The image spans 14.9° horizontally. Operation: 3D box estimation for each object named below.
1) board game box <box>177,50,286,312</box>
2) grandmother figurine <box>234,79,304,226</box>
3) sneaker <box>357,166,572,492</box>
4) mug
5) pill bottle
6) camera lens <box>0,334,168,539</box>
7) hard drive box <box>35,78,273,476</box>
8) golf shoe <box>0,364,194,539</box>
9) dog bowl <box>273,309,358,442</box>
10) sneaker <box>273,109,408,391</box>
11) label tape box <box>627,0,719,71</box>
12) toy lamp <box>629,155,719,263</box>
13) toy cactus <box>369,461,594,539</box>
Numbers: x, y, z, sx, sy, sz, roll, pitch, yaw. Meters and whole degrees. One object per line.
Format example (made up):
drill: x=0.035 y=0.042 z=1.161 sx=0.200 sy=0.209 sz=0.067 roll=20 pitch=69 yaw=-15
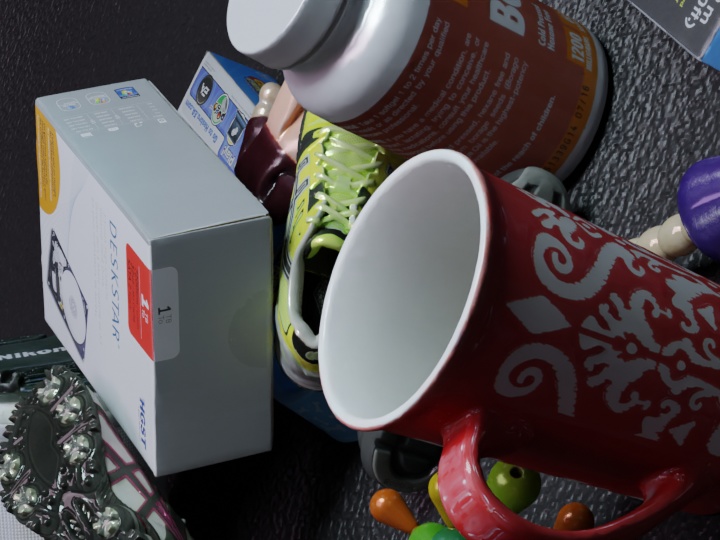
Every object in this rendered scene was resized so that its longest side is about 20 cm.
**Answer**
board game box: x=-0.092 y=-0.017 z=1.816 sx=0.196 sy=0.056 sz=0.200 roll=-62 pitch=29 yaw=14
grandmother figurine: x=-0.044 y=-0.076 z=1.666 sx=0.200 sy=0.060 sz=0.121 roll=-56 pitch=24 yaw=16
sneaker: x=0.047 y=0.023 z=1.531 sx=0.200 sy=0.075 sz=0.079 roll=-60 pitch=28 yaw=16
mug: x=0.093 y=0.058 z=1.298 sx=0.133 sy=0.199 sz=0.178 roll=-6 pitch=68 yaw=58
pill bottle: x=0.030 y=-0.120 z=1.513 sx=0.112 sy=0.199 sz=0.113 roll=-33 pitch=45 yaw=41
camera lens: x=-0.200 y=0.148 z=1.730 sx=0.160 sy=0.159 sz=0.201 roll=20 pitch=116 yaw=61
hard drive box: x=-0.122 y=0.000 z=1.619 sx=0.200 sy=0.076 sz=0.157 roll=-135 pitch=39 yaw=-53
golf shoe: x=-0.147 y=0.140 z=1.580 sx=0.077 sy=0.088 sz=0.200 roll=-43 pitch=45 yaw=14
dog bowl: x=0.000 y=0.000 z=1.652 sx=0.111 sy=0.049 sz=0.201 roll=13 pitch=83 yaw=61
sneaker: x=-0.005 y=-0.033 z=1.562 sx=0.076 sy=0.075 sz=0.201 roll=100 pitch=175 yaw=-80
label tape box: x=0.211 y=-0.170 z=1.381 sx=0.144 sy=0.066 sz=0.200 roll=-62 pitch=28 yaw=15
toy lamp: x=0.148 y=-0.011 z=1.398 sx=0.200 sy=0.058 sz=0.058 roll=-29 pitch=48 yaw=51
toy cactus: x=0.031 y=0.164 z=1.405 sx=0.165 sy=0.102 sz=0.200 roll=-42 pitch=-3 yaw=-40
